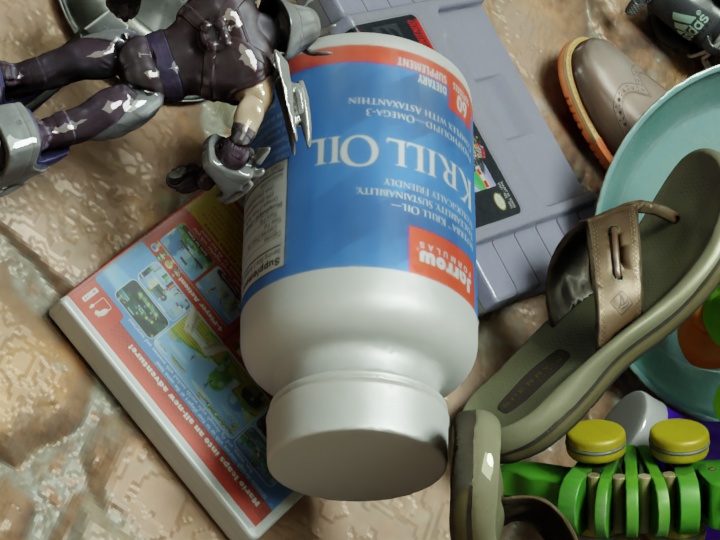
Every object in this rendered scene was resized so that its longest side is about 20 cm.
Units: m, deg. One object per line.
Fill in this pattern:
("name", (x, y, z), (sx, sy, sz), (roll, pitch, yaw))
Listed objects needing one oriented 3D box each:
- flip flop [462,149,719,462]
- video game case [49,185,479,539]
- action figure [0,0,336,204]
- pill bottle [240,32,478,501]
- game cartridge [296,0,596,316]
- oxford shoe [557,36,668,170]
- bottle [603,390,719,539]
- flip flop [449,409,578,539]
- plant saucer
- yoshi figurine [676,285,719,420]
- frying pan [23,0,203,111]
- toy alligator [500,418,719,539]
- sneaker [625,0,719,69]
("flip flop", (0.118, 0.010, 1.080), (0.200, 0.081, 0.058), (-44, 111, -9))
("video game case", (-0.041, 0.023, 1.050), (0.143, 0.017, 0.200), (51, 47, -2))
("action figure", (-0.104, -0.088, 0.975), (0.199, 0.069, 0.131), (-17, 67, -14))
("pill bottle", (0.000, 0.000, 1.005), (0.112, 0.112, 0.201), (16, 57, -28))
("game cartridge", (0.053, -0.078, 1.151), (0.129, 0.038, 0.201), (-17, 77, -54))
("oxford shoe", (0.198, -0.068, 1.235), (0.200, 0.073, 0.071), (43, 48, -9))
("bottle", (0.213, 0.134, 1.140), (0.199, 0.065, 0.084), (34, 59, -16))
("flip flop", (0.074, 0.130, 0.977), (0.057, 0.201, 0.082), (-7, 51, 4))
("plant saucer", (0.212, -0.016, 1.179), (0.198, 0.036, 0.202), (-2, 97, -16))
("yoshi figurine", (0.240, 0.044, 1.070), (0.112, 0.200, 0.113), (29, 87, -19))
("frying pan", (-0.128, -0.133, 1.068), (0.189, 0.031, 0.116), (-13, 73, -43))
("toy alligator", (0.165, 0.111, 1.063), (0.198, 0.060, 0.054), (0, 21, 5))
("sneaker", (0.220, -0.130, 1.291), (0.139, 0.078, 0.201), (17, 48, -26))
